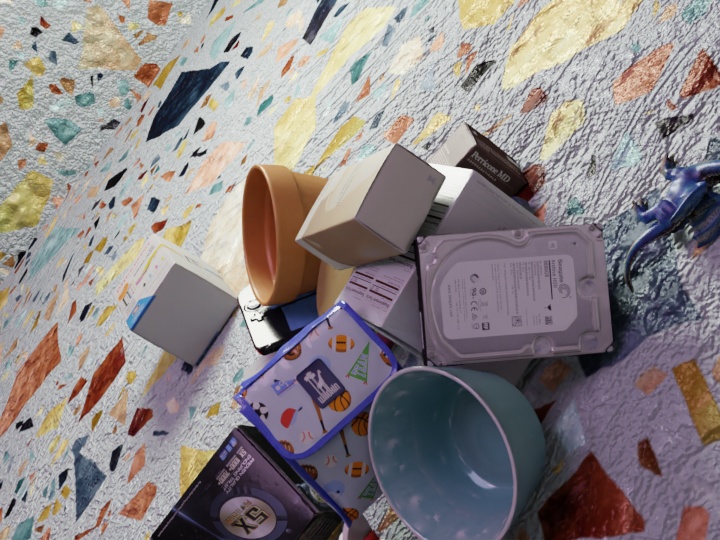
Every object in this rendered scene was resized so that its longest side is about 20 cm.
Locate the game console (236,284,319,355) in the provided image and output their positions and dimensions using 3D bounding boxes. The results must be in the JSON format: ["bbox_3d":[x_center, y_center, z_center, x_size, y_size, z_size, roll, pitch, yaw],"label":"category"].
[{"bbox_3d":[-0.074,0.042,1.667,0.200,0.031,0.177,-21,28,-6],"label":"game console"}]

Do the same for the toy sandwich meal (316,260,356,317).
[{"bbox_3d":[0.000,0.000,1.475,0.205,0.070,0.205,-166,90,-73],"label":"toy sandwich meal"}]

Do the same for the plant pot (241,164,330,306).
[{"bbox_3d":[-0.079,-0.053,1.630,0.200,0.140,0.200,177,90,-70],"label":"plant pot"}]

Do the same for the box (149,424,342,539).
[{"bbox_3d":[-0.143,0.324,1.449,0.164,0.086,0.200,43,100,27],"label":"box"}]

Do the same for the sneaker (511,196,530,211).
[{"bbox_3d":[0.128,-0.032,1.470,0.200,0.082,0.070,-45,29,22],"label":"sneaker"}]

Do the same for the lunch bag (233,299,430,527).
[{"bbox_3d":[-0.023,0.155,1.274,0.170,0.200,0.124,-41,24,-9],"label":"lunch bag"}]

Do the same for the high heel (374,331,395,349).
[{"bbox_3d":[0.020,0.073,1.518,0.200,0.096,0.067,-6,56,56],"label":"high heel"}]

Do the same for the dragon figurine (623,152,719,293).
[{"bbox_3d":[0.341,-0.064,1.185,0.200,0.059,0.099,-56,27,-1],"label":"dragon figurine"}]

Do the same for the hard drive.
[{"bbox_3d":[0.161,0.026,1.204,0.038,0.200,0.140,156,110,-85],"label":"hard drive"}]

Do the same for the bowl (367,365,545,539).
[{"bbox_3d":[0.114,0.184,1.190,0.201,0.105,0.201,16,113,44],"label":"bowl"}]

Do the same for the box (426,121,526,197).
[{"bbox_3d":[0.115,-0.089,1.534,0.200,0.100,0.075,-48,29,19],"label":"box"}]

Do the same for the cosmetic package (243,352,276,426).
[{"bbox_3d":[-0.094,0.187,1.598,0.113,0.081,0.200,-46,28,16],"label":"cosmetic package"}]

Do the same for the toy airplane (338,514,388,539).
[{"bbox_3d":[-0.042,0.356,1.268,0.200,0.141,0.199,-38,37,16],"label":"toy airplane"}]

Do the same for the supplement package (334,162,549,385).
[{"bbox_3d":[0.116,0.012,1.317,0.200,0.191,0.147,-59,23,-4],"label":"supplement package"}]

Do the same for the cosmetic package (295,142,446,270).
[{"bbox_3d":[0.007,-0.067,1.287,0.105,0.071,0.200,-62,16,-17],"label":"cosmetic package"}]

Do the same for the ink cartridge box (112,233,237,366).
[{"bbox_3d":[-0.338,0.049,2.068,0.147,0.145,0.200,-56,27,3],"label":"ink cartridge box"}]
